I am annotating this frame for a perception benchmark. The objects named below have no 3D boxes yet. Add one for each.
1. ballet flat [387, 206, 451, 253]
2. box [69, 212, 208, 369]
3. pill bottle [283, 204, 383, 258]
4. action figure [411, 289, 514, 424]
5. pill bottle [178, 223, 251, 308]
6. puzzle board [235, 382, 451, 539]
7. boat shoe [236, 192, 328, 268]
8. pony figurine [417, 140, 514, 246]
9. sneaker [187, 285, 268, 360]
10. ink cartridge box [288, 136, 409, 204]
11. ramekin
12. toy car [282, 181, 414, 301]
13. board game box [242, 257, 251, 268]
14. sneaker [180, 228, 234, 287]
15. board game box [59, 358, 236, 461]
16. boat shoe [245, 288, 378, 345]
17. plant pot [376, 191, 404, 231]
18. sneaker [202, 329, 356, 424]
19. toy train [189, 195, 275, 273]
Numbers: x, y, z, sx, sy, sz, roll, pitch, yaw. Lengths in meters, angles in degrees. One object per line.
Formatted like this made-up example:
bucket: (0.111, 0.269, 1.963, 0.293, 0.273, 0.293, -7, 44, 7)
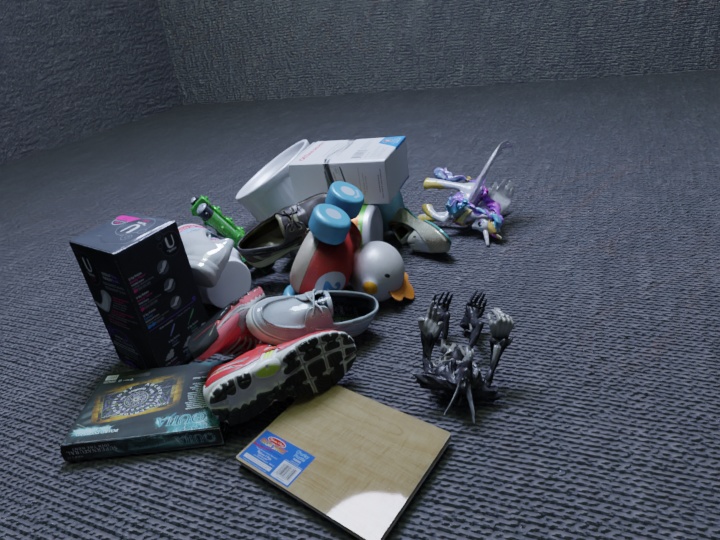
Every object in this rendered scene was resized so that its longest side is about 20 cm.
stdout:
ballet flat: (0.109, -0.066, 1.013, 0.062, 0.068, 0.200, -40, 28, -2)
box: (-0.311, 0.034, 0.759, 0.119, 0.205, 0.106, 11, 34, 33)
pill bottle: (-0.061, -0.065, 0.980, 0.193, 0.114, 0.112, 1, 28, 17)
action figure: (0.123, 0.088, 0.649, 0.115, 0.105, 0.201, 7, 27, 3)
pill bottle: (-0.274, -0.007, 0.932, 0.107, 0.112, 0.198, -24, 31, -30)
puzzle board: (-0.019, 0.197, 0.572, 0.196, 0.018, 0.150, 12, 35, 36)
boat shoe: (-0.125, -0.072, 0.907, 0.197, 0.065, 0.074, -34, 70, 7)
pony figurine: (0.225, -0.149, 1.055, 0.196, 0.167, 0.196, 18, 68, 36)
sneaker: (-0.158, 0.085, 0.714, 0.073, 0.088, 0.200, -35, 4, 16)
ink cartridge box: (-0.019, -0.192, 0.999, 0.194, 0.087, 0.145, 3, 30, 22)
ramekin: (-0.167, -0.182, 1.137, 0.197, 0.099, 0.202, -32, 22, 15)
toy car: (0.000, 0.000, 0.829, 0.195, 0.188, 0.178, 25, 32, 0)
board game box: (-0.218, -0.050, 1.098, 0.103, 0.024, 0.198, 17, 36, 36)
sneaker: (-0.282, -0.034, 0.840, 0.195, 0.076, 0.090, 14, 59, 29)
board game box: (-0.257, 0.174, 0.668, 0.193, 0.029, 0.136, -7, 27, 2)
boat shoe: (-0.059, 0.054, 0.718, 0.196, 0.072, 0.072, 2, 55, -38)
plant pot: (-0.002, -0.179, 1.160, 0.193, 0.139, 0.202, -7, 27, 3)
sneaker: (-0.100, 0.113, 0.650, 0.195, 0.079, 0.085, -15, 23, -21)
toy train: (-0.232, -0.063, 0.959, 0.042, 0.200, 0.056, -46, 38, -1)
